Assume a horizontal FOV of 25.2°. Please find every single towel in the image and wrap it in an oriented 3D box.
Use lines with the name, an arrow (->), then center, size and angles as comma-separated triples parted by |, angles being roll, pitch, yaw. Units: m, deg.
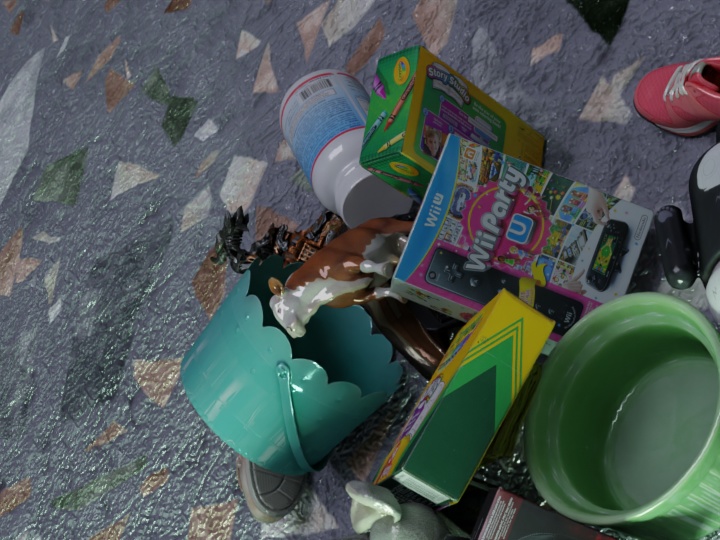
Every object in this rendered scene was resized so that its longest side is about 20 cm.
towel -> 0.125, 0.135, 1.431 | 0.200, 0.018, 0.086 | 112, -177, -78

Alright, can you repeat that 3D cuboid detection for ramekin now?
ramekin -> 0.241, 0.128, 1.328 | 0.200, 0.098, 0.201 | -28, 48, 35

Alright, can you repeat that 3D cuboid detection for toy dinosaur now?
toy dinosaur -> -0.101, 0.002, 1.813 | 0.200, 0.102, 0.136 | -37, 56, -5

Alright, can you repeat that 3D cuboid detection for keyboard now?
keyboard -> 0.073, -0.014, 1.615 | 0.104, 0.040, 0.200 | -17, 37, -17

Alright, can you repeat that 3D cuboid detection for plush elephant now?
plush elephant -> 0.026, 0.261, 1.352 | 0.155, 0.164, 0.201 | 129, 158, -53

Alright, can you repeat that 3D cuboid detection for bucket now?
bucket -> -0.072, 0.099, 1.624 | 0.135, 0.207, 0.207 | -49, 39, 20

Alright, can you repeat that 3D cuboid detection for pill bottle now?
pill bottle -> -0.013, -0.129, 1.778 | 0.109, 0.109, 0.200 | -47, 39, 16

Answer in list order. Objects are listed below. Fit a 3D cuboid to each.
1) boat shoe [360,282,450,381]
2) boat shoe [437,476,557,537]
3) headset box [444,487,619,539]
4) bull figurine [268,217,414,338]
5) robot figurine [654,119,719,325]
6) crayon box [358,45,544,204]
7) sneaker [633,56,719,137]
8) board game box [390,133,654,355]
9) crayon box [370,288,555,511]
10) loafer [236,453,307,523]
boat shoe -> 0.053, 0.042, 1.620 | 0.074, 0.076, 0.200 | -42, 41, 1
boat shoe -> 0.130, 0.229, 1.422 | 0.200, 0.057, 0.069 | 18, 80, 52
headset box -> 0.149, 0.269, 1.261 | 0.077, 0.199, 0.149 | 101, -167, -81
bull figurine -> 0.000, 0.000, 1.546 | 0.121, 0.065, 0.200 | 2, 28, 32
robot figurine -> 0.334, -0.033, 1.311 | 0.150, 0.125, 0.201 | -33, 45, 38
crayon box -> 0.093, -0.117, 1.572 | 0.058, 0.200, 0.119 | -14, 56, 43
sneaker -> 0.315, -0.168, 1.447 | 0.200, 0.087, 0.074 | 13, 75, 52
board game box -> 0.145, -0.016, 1.458 | 0.064, 0.199, 0.148 | 93, -162, -78
crayon box -> 0.083, 0.119, 1.386 | 0.173, 0.058, 0.200 | -60, 1, -15
loafer -> -0.100, 0.191, 1.712 | 0.063, 0.072, 0.200 | -51, 29, 38
